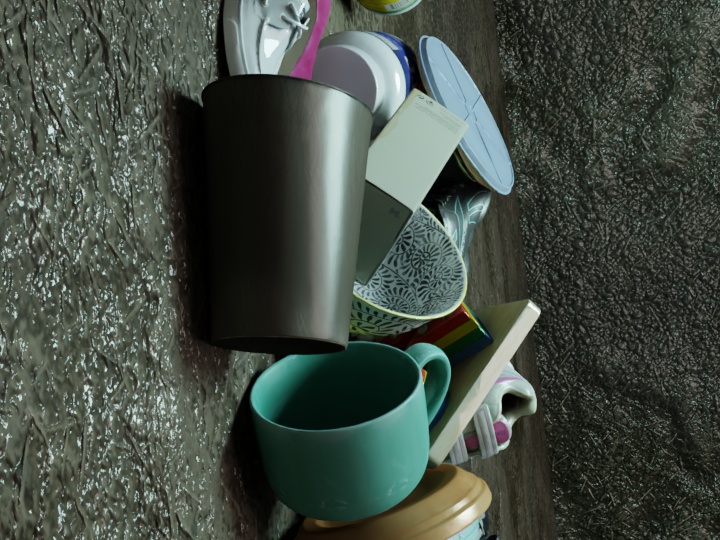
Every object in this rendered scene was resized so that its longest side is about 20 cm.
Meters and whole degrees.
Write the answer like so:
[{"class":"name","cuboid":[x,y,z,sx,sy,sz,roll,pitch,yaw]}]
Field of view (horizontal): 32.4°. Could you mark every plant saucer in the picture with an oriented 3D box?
[{"class":"plant saucer","cuboid":[0.023,0.226,1.147,0.200,0.199,0.038,-29,99,-75]}]

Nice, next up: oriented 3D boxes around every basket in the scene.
[{"class":"basket","cuboid":[-0.062,-0.037,1.022,0.180,0.135,0.202,25,65,-66]}]

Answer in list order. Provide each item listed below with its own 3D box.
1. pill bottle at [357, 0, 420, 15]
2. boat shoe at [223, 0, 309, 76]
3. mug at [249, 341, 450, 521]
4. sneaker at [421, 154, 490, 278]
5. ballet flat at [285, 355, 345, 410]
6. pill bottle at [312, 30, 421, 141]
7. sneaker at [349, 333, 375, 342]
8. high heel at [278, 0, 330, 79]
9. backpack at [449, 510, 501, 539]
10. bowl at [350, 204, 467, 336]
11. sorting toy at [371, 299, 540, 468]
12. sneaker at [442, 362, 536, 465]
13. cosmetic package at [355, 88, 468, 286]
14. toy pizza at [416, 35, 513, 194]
[{"class":"pill bottle","cuboid":[0.017,-0.390,1.497,0.200,0.112,0.114,23,63,-75]},{"class":"boat shoe","cuboid":[-0.080,-0.238,1.134,0.072,0.068,0.201,66,23,-54]},{"class":"mug","cuboid":[0.000,0.146,1.097,0.152,0.183,0.115,-104,-174,-65]},{"class":"sneaker","cuboid":[0.097,-0.065,1.395,0.079,0.075,0.201,49,43,-49]},{"class":"ballet flat","cuboid":[-0.029,0.139,1.205,0.066,0.067,0.202,-21,108,-29]},{"class":"pill bottle","cuboid":[-0.004,-0.196,1.329,0.200,0.119,0.121,-40,124,-73]},{"class":"sneaker","cuboid":[0.013,0.083,1.399,0.090,0.074,0.201,-77,158,-67]},{"class":"high heel","cuboid":[-0.072,-0.241,1.187,0.096,0.067,0.202,29,68,-79]},{"class":"backpack","cuboid":[0.051,0.296,1.363,0.127,0.166,0.200,69,17,3]},{"class":"bowl","cuboid":[0.000,0.000,1.253,0.094,0.200,0.201,-54,-166,37]},{"class":"sorting toy","cuboid":[0.060,0.103,1.277,0.070,0.198,0.200,44,66,-15]},{"class":"sneaker","cuboid":[0.114,0.166,1.344,0.200,0.088,0.082,-41,133,-22]},{"class":"cosmetic package","cuboid":[0.030,-0.085,1.205,0.104,0.073,0.200,-57,179,35]},{"class":"toy pizza","cuboid":[0.112,-0.171,1.395,0.200,0.032,0.201,50,23,-30]}]
